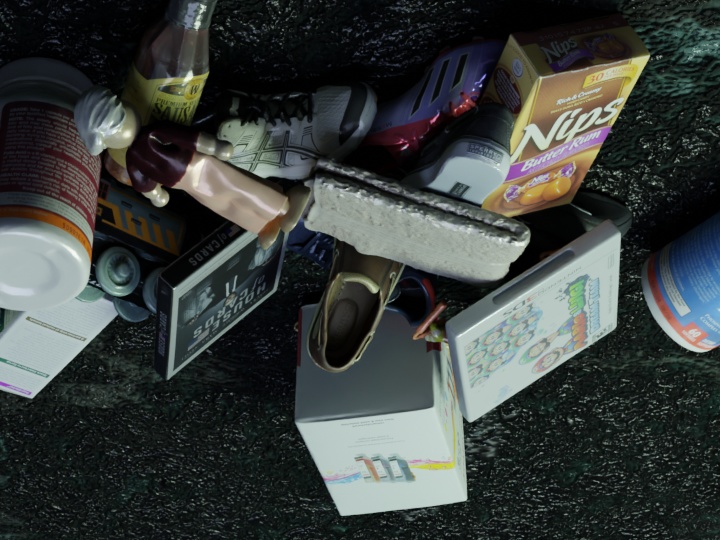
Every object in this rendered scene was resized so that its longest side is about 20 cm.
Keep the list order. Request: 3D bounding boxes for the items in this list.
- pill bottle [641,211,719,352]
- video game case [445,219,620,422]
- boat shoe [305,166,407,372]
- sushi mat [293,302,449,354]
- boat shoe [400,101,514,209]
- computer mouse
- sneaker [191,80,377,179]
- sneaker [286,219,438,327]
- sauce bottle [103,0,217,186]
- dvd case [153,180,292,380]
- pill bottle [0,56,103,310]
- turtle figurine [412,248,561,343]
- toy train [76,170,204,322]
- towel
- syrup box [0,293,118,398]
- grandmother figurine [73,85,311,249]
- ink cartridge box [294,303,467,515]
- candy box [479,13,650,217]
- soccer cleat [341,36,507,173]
[{"bbox_3d":[0.377,-0.013,1.520,0.112,0.112,0.200,26,135,-31],"label":"pill bottle"},{"bbox_3d":[0.166,0.052,1.502,0.182,0.024,0.200,-32,153,-10],"label":"video game case"},{"bbox_3d":[0.006,0.002,1.471,0.075,0.075,0.202,15,99,-7],"label":"boat shoe"},{"bbox_3d":[0.035,0.072,1.695,0.200,0.012,0.096,23,137,-27],"label":"sushi mat"},{"bbox_3d":[0.082,-0.094,1.341,0.070,0.066,0.200,20,165,-6],"label":"boat shoe"},{"bbox_3d":[0.157,-0.033,1.538,0.200,0.046,0.140,18,137,-23],"label":"computer mouse"},{"bbox_3d":[-0.084,-0.124,1.388,0.200,0.076,0.088,-21,138,22],"label":"sneaker"},{"bbox_3d":[-0.004,-0.005,1.537,0.200,0.085,0.075,22,136,-27],"label":"sneaker"},{"bbox_3d":[-0.161,-0.162,1.323,0.066,0.066,0.200,11,127,-16],"label":"sauce bottle"},{"bbox_3d":[-0.129,0.012,1.474,0.025,0.150,0.200,44,155,14],"label":"dvd case"},{"bbox_3d":[-0.277,-0.076,1.341,0.114,0.200,0.114,-1,143,0],"label":"pill bottle"},{"bbox_3d":[0.156,0.040,1.568,0.200,0.064,0.161,-28,169,8],"label":"turtle figurine"},{"bbox_3d":[-0.232,-0.027,1.476,0.200,0.114,0.085,25,158,-33],"label":"toy train"},{"bbox_3d":[0.042,-0.038,1.380,0.200,0.034,0.133,17,163,-1],"label":"towel"},{"bbox_3d":[-0.316,0.042,1.590,0.081,0.079,0.200,24,136,-30],"label":"syrup box"},{"bbox_3d":[-0.147,-0.088,1.307,0.200,0.061,0.121,30,134,-22],"label":"grandmother figurine"},{"bbox_3d":[0.024,0.142,1.658,0.145,0.145,0.200,-7,143,9],"label":"ink cartridge box"},{"bbox_3d":[0.157,-0.127,1.377,0.117,0.056,0.200,-14,148,-26],"label":"candy box"},{"bbox_3d":[0.055,-0.133,1.381,0.200,0.076,0.067,-25,136,28],"label":"soccer cleat"}]
